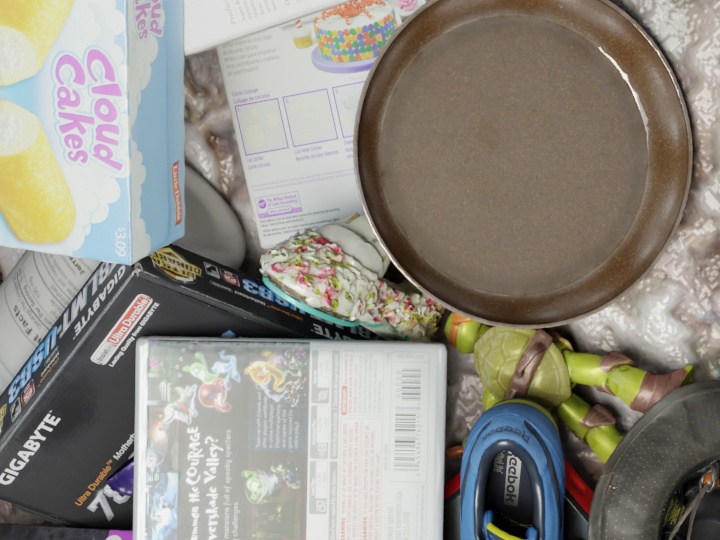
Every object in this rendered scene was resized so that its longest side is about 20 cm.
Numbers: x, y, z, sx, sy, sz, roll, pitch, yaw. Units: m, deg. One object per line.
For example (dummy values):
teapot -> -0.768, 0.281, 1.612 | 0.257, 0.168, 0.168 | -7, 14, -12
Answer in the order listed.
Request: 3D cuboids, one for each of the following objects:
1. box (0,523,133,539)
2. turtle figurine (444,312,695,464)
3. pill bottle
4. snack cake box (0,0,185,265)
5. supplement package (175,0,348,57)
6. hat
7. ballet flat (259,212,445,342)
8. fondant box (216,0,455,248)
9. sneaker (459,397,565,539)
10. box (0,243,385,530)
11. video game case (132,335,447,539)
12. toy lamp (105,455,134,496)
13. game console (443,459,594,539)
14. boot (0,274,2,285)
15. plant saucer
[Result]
box -> -0.180, 0.198, 1.540 | 0.198, 0.143, 0.036 | -1, 66, 29
turtle figurine -> 0.113, 0.051, 1.419 | 0.160, 0.064, 0.201 | 26, 112, 16
pill bottle -> -0.170, 0.027, 1.512 | 0.114, 0.114, 0.200 | 44, 116, 9
snack cake box -> -0.159, -0.113, 1.305 | 0.114, 0.067, 0.202 | 8, 109, 23
supplement package -> -0.085, -0.189, 1.355 | 0.199, 0.120, 0.122 | -15, 98, 28
hat -> 0.224, 0.162, 1.378 | 0.199, 0.081, 0.202 | 1, 75, -2
ballet flat -> 0.000, 0.000, 1.394 | 0.075, 0.200, 0.064 | 33, 93, 20
fondant box -> -0.009, -0.125, 1.435 | 0.143, 0.058, 0.202 | -8, 100, 26
sneaker -> 0.085, 0.176, 1.368 | 0.065, 0.078, 0.202 | 0, 103, 11
box -> -0.110, 0.087, 1.472 | 0.198, 0.050, 0.200 | 23, 120, -31
video game case -> -0.042, 0.140, 1.392 | 0.180, 0.023, 0.202 | 1, 92, -3
toy lamp -> -0.072, 0.188, 1.430 | 0.058, 0.058, 0.200 | -37, 92, 27
game console -> 0.098, 0.218, 1.429 | 0.177, 0.031, 0.200 | -41, 90, 18
boot -> -0.335, 0.057, 1.627 | 0.199, 0.072, 0.184 | 3, 102, 30
plant saucer -> 0.090, -0.067, 1.370 | 0.198, 0.032, 0.202 | 0, 88, -11
